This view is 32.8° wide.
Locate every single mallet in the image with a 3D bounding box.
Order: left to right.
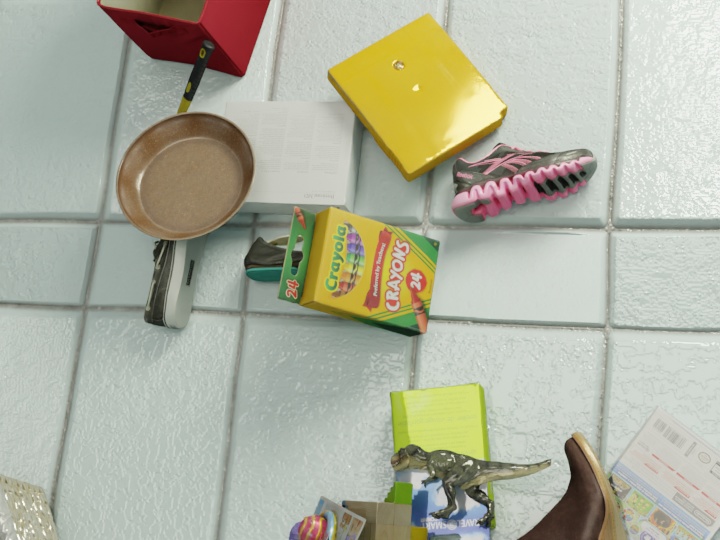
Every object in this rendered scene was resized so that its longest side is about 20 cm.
[{"bbox_3d":[-0.241,-0.231,1.726,0.066,0.041,0.200,51,131,16],"label":"mallet"}]

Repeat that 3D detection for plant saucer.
[{"bbox_3d":[-0.237,-0.124,1.681,0.198,0.037,0.203,-4,63,7],"label":"plant saucer"}]

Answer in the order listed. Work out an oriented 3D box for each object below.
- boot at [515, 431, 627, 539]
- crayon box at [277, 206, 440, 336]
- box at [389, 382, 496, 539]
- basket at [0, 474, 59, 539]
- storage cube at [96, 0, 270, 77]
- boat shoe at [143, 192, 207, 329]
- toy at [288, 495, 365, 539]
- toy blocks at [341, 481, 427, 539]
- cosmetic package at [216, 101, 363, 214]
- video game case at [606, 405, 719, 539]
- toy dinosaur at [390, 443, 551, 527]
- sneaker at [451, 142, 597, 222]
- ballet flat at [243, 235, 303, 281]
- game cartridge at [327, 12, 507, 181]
[{"bbox_3d":[0.227,0.308,1.444,0.165,0.072,0.202,-19,74,8],"label":"boot"},{"bbox_3d":[0.000,0.000,1.569,0.198,0.051,0.128,15,75,-24],"label":"crayon box"},{"bbox_3d":[0.103,0.248,1.532,0.121,0.048,0.202,-8,73,15],"label":"box"},{"bbox_3d":[-0.503,0.398,1.608,0.197,0.161,0.202,-27,68,7],"label":"basket"},{"bbox_3d":[-0.244,-0.404,1.756,0.169,0.180,0.202,13,79,19],"label":"storage cube"},{"bbox_3d":[-0.261,-0.021,1.707,0.063,0.071,0.202,7,78,17],"label":"boat shoe"},{"bbox_3d":[-0.058,0.334,1.481,0.047,0.200,0.116,26,81,-17],"label":"toy"},{"bbox_3d":[0.001,0.359,1.492,0.136,0.099,0.203,-14,69,58],"label":"toy blocks"},{"bbox_3d":[-0.100,-0.157,1.710,0.198,0.052,0.153,3,73,17],"label":"cosmetic package"},{"bbox_3d":[0.354,0.285,1.463,0.143,0.018,0.201,37,87,22],"label":"video game case"},{"bbox_3d":[0.128,0.259,1.475,0.197,0.048,0.089,4,69,11],"label":"toy dinosaur"},{"bbox_3d":[0.209,-0.135,1.606,0.198,0.079,0.096,-15,59,11],"label":"sneaker"},{"bbox_3d":[-0.065,-0.016,1.651,0.198,0.068,0.069,8,68,18],"label":"ballet flat"},{"bbox_3d":[0.079,-0.238,1.667,0.175,0.033,0.201,-31,69,-14],"label":"game cartridge"}]
